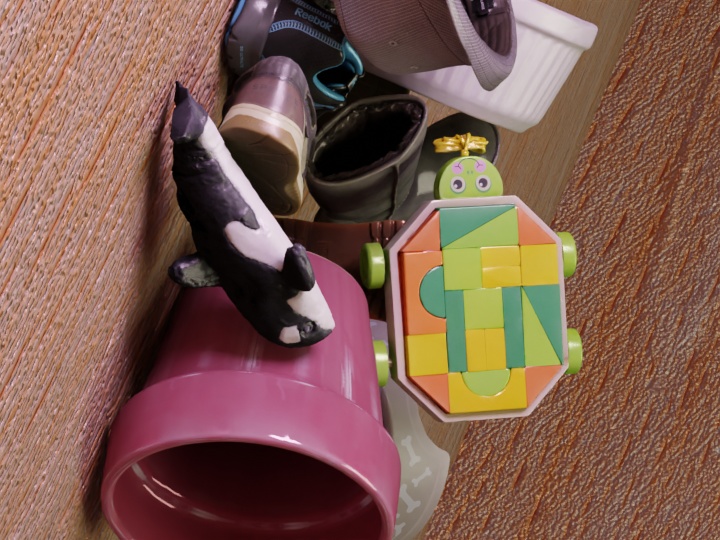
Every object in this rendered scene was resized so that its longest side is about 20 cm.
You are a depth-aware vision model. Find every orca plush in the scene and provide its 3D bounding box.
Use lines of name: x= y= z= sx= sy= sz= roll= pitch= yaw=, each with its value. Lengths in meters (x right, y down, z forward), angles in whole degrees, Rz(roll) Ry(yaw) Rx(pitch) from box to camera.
orca plush: x=-0.086 y=-0.015 z=1.587 sx=0.071 sy=0.105 sz=0.201 roll=-38 pitch=139 yaw=-12

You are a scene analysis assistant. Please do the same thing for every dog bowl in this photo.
dog bowl: x=-0.018 y=0.131 z=2.069 sx=0.058 sy=0.200 sz=0.201 roll=-1 pitch=114 yaw=-46

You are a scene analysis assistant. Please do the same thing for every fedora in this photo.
fedora: x=0.028 y=-0.193 z=1.621 sx=0.200 sy=0.090 sz=0.178 roll=40 pitch=36 yaw=-63

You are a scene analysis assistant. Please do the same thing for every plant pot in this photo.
plant pot: x=-0.066 y=0.091 z=1.725 sx=0.201 sy=0.198 sz=0.180 roll=97 pitch=1 yaw=-54

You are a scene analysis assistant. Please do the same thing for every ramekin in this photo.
ramekin: x=0.064 y=-0.174 z=1.873 sx=0.202 sy=0.201 sz=0.095 roll=-16 pitch=130 yaw=-79

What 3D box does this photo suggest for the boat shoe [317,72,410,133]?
boat shoe: x=0.004 y=-0.136 z=1.977 sx=0.200 sy=0.071 sz=0.065 roll=-52 pitch=171 yaw=-44

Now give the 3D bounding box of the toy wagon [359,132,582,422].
toy wagon: x=0.077 y=0.004 z=1.802 sx=0.040 sy=0.154 sz=0.202 roll=180 pitch=-93 yaw=-76

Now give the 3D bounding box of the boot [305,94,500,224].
boot: x=0.033 y=-0.089 z=1.882 sx=0.181 sy=0.073 sz=0.200 roll=-38 pitch=161 yaw=-13

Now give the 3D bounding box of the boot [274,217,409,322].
boot: x=0.000 y=0.000 z=1.863 sx=0.107 sy=0.198 sz=0.076 roll=83 pitch=17 yaw=-86

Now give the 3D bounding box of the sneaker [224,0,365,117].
sneaker: x=-0.041 y=-0.121 z=1.712 sx=0.200 sy=0.081 sz=0.074 roll=82 pitch=28 yaw=-71

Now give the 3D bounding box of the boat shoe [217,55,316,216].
boat shoe: x=-0.058 y=-0.087 z=1.648 sx=0.201 sy=0.071 sz=0.066 roll=115 pitch=-1 yaw=-78

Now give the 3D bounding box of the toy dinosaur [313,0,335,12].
toy dinosaur: x=-0.027 y=-0.208 z=1.740 sx=0.200 sy=0.047 sz=0.089 roll=-53 pitch=143 yaw=-59
